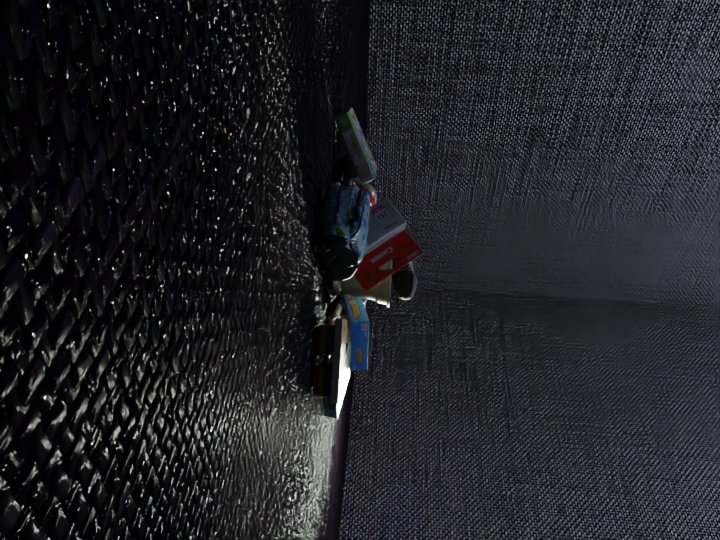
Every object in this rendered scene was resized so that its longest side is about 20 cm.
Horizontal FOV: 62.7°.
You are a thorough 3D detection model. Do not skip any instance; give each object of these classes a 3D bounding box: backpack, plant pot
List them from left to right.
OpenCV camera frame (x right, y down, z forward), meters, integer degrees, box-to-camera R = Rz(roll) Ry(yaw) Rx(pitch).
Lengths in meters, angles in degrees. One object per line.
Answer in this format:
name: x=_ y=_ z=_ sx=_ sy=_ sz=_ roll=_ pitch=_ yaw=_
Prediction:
backpack: x=-0.040 y=-0.103 z=1.369 sx=0.164 sy=0.151 sz=0.202 roll=77 pitch=2 yaw=-58
plant pot: x=0.000 y=0.000 z=1.716 sx=0.200 sy=0.180 sz=0.204 roll=3 pitch=90 yaw=-87

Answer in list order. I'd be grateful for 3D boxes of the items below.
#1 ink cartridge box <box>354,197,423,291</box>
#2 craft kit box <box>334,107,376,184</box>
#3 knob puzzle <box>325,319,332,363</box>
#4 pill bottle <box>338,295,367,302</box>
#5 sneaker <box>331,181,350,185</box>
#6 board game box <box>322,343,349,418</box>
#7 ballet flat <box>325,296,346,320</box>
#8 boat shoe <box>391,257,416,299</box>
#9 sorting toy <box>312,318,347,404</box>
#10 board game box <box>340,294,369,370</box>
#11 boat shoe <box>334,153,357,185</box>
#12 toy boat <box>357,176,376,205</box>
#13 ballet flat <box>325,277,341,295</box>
ink cartridge box: x=0.040 y=-0.070 z=1.530 sx=0.174 sy=0.199 sz=0.044 roll=51 pitch=-18 yaw=19
craft kit box: x=-0.010 y=-0.368 z=1.724 sx=0.199 sy=0.048 sz=0.200 roll=63 pitch=12 yaw=-17
knob puzzle: x=-0.082 y=0.207 z=1.853 sx=0.220 sy=0.030 sz=0.224 roll=3 pitch=90 yaw=-87
pill bottle: x=-0.028 y=0.049 z=1.962 sx=0.115 sy=0.112 sz=0.202 roll=-84 pitch=176 yaw=-54
sneaker: x=-0.025 y=-0.200 z=1.660 sx=0.199 sy=0.073 sz=0.090 roll=17 pitch=67 yaw=-65
board game box: x=-0.072 y=0.328 z=1.763 sx=0.201 sy=0.046 sz=0.152 roll=90 pitch=15 yaw=-53
ballet flat: x=-0.062 y=0.112 z=1.700 sx=0.067 sy=0.057 sz=0.200 roll=-46 pitch=-178 yaw=4
boat shoe: x=0.118 y=-0.018 z=1.691 sx=0.073 sy=0.073 sz=0.203 roll=62 pitch=21 yaw=-66
sorting toy: x=-0.077 y=0.223 z=1.495 sx=0.200 sy=0.068 sz=0.202 roll=69 pitch=24 yaw=-84
board game box: x=-0.021 y=0.173 z=1.858 sx=0.197 sy=0.055 sz=0.202 roll=-109 pitch=-164 yaw=-52
boat shoe: x=-0.034 y=-0.238 z=1.732 sx=0.063 sy=0.073 sz=0.204 roll=34 pitch=-53 yaw=48
toy boat: x=-0.023 y=-0.217 z=1.973 sx=0.131 sy=0.130 sz=0.200 roll=-54 pitch=168 yaw=-15
ballet flat: x=-0.079 y=0.009 z=1.555 sx=0.068 sy=0.046 sz=0.201 roll=58 pitch=-19 yaw=23
